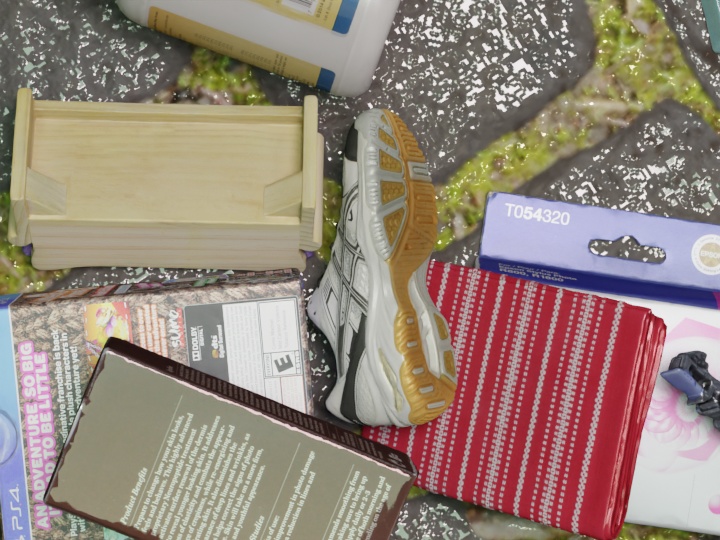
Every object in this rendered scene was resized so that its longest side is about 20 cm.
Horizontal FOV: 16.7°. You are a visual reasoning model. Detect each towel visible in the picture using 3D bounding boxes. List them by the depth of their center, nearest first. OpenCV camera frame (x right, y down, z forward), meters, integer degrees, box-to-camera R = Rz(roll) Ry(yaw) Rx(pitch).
[{"bbox_3d":[0.091,0.077,1.524,0.199,0.022,0.145,13,94,37],"label":"towel"}]

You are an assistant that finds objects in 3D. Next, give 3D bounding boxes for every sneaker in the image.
[{"bbox_3d":[0.000,0.000,1.538,0.087,0.075,0.201,-11,79,36],"label":"sneaker"}]

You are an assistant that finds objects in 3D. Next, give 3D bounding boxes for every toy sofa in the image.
[{"bbox_3d":[-0.123,-0.056,1.555,0.199,0.098,0.083,1,65,-2],"label":"toy sofa"}]

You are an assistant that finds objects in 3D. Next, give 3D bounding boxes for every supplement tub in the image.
[{"bbox_3d":[-0.068,-0.204,1.518,0.199,0.145,0.145,20,89,-2],"label":"supplement tub"}]

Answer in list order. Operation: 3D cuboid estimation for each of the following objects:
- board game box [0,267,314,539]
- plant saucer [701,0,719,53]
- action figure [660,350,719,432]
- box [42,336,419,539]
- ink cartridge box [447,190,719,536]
[{"bbox_3d":[-0.128,0.089,1.530,0.199,0.097,0.160,-5,95,-2],"label":"board game box"},{"bbox_3d":[0.241,-0.247,1.594,0.070,0.019,0.201,-14,89,-2],"label":"plant saucer"},{"bbox_3d":[0.289,0.079,1.524,0.200,0.104,0.194,29,70,-32],"label":"action figure"},{"bbox_3d":[-0.077,0.123,1.451,0.199,0.075,0.101,23,94,-6],"label":"box"},{"bbox_3d":[0.163,0.060,1.575,0.195,0.043,0.201,8,90,-1],"label":"ink cartridge box"}]
